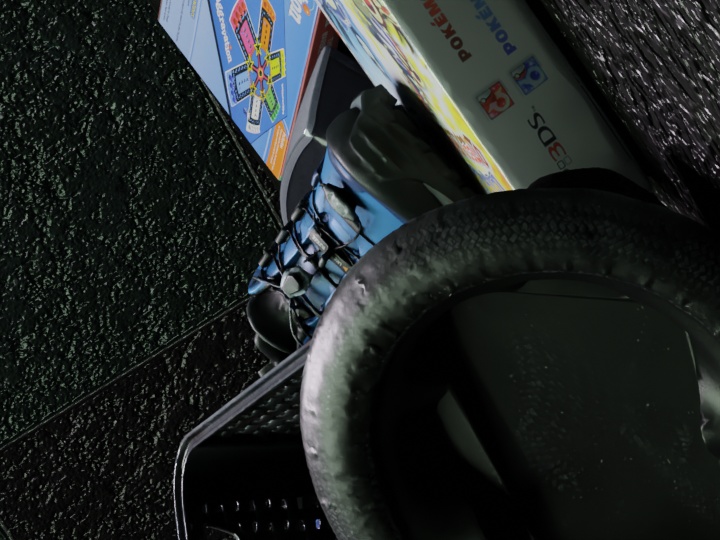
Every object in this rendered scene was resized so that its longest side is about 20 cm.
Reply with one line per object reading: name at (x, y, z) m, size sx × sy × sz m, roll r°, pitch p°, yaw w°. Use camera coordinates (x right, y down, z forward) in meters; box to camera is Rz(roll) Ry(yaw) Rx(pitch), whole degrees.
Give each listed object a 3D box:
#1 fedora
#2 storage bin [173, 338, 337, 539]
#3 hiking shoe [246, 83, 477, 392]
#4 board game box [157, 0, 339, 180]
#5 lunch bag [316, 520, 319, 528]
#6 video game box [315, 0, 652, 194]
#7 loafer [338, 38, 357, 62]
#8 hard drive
fedora at (0.077, 0.040, 0.950) m, size 0.201 × 0.200 × 0.092 m, roll 55°, pitch -151°, yaw -23°
storage bin at (0.007, 0.108, 1.132) m, size 0.200 × 0.094 × 0.135 m, roll 143°, pitch 124°, yaw -61°
hiking shoe at (0.000, 0.000, 1.107) m, size 0.074 × 0.087 × 0.200 m, roll 49°, pitch 169°, yaw 16°
board game box at (-0.045, -0.130, 1.275) m, size 0.103 × 0.019 × 0.200 m, roll 54°, pitch 157°, yaw 19°
lunch bag at (0.068, 0.132, 1.288) m, size 0.136 × 0.200 × 0.132 m, roll -8°, pitch -128°, yaw -47°
video game box at (0.015, -0.101, 1.053) m, size 0.182 × 0.047 × 0.200 m, roll 52°, pitch 178°, yaw -13°
loafer at (0.004, -0.067, 1.392) m, size 0.072 × 0.073 × 0.200 m, roll -55°, pitch -44°, yaw -48°
hard drive at (0.025, -0.019, 1.271) m, size 0.135 × 0.042 × 0.200 m, roll 32°, pitch 165°, yaw 7°
